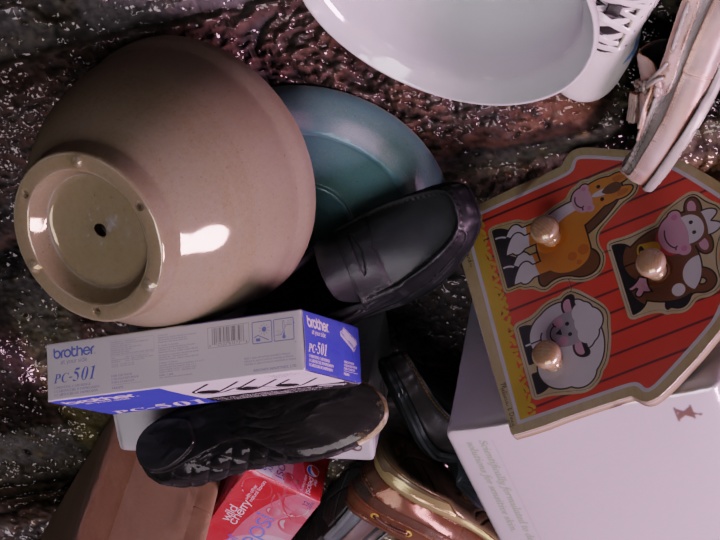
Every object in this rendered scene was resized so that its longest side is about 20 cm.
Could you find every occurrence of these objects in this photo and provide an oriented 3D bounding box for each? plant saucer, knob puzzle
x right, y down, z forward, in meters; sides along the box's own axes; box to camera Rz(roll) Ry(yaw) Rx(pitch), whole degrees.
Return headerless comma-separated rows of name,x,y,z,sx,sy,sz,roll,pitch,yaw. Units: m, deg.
plant saucer,-0.036,-0.044,1.417,0.199,0.027,0.201,7,131,8
knob puzzle,0.167,-0.003,1.301,0.219,0.220,0.030,-12,151,21

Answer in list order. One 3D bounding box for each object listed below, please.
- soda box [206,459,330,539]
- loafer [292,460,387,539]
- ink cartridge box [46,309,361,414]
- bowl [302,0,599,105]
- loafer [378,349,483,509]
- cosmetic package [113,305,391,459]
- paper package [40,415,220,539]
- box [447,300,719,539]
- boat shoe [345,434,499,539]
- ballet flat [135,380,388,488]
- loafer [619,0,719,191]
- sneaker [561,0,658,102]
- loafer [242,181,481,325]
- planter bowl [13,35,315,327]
soda box,-0.098,0.211,1.620,0.070,0.064,0.200,26,130,-10
loafer,-0.026,0.237,1.625,0.063,0.072,0.200,27,128,-19
ink cartridge box,-0.109,0.065,1.364,0.199,0.044,0.094,-8,168,22
bowl,0.063,-0.198,1.205,0.200,0.091,0.201,18,151,10
loafer,0.076,0.107,1.480,0.072,0.073,0.200,-33,143,8
cosmetic package,-0.081,0.082,1.484,0.199,0.102,0.074,1,129,9
paper package,-0.204,0.243,1.585,0.103,0.191,0.200,24,131,-11
box,0.193,0.109,1.399,0.199,0.172,0.199,-12,126,21
boat shoe,0.074,0.207,1.562,0.200,0.072,0.068,35,111,-23
ballet flat,-0.070,0.114,1.419,0.199,0.067,0.057,-13,163,22
loafer,0.209,-0.144,1.256,0.063,0.072,0.200,27,122,0
sneaker,0.159,-0.181,1.229,0.072,0.073,0.200,15,132,-3
loafer,0.000,0.000,1.373,0.200,0.068,0.070,-32,161,34
planter bowl,-0.149,-0.045,1.325,0.200,0.135,0.201,12,116,25
